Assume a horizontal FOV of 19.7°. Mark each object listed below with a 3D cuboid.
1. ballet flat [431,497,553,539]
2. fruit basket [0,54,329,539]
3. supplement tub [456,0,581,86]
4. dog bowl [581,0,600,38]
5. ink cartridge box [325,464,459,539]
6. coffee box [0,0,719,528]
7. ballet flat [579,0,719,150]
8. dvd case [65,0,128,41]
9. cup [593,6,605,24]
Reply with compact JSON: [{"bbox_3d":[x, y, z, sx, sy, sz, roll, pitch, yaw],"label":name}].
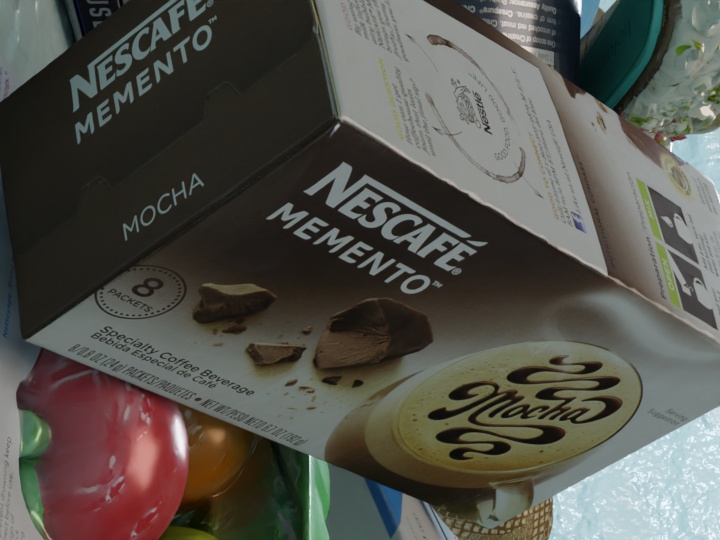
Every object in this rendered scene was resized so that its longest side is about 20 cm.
[{"bbox_3d":[0.037,0.022,0.837,0.065,0.070,0.200,-30,-96,52],"label":"ballet flat"},{"bbox_3d":[-0.075,0.063,0.604,0.200,0.094,0.185,49,31,-49],"label":"fruit basket"},{"bbox_3d":[0.010,-0.083,0.750,0.140,0.140,0.200,7,85,-83],"label":"supplement tub"},{"bbox_3d":[0.011,-0.157,0.856,0.200,0.111,0.050,51,25,7],"label":"dog bowl"},{"bbox_3d":[0.004,0.133,0.874,0.145,0.084,0.200,66,8,18],"label":"ink cartridge box"},{"bbox_3d":[0.011,-0.007,0.583,0.200,0.113,0.080,28,40,-44],"label":"coffee box"},{"bbox_3d":[0.101,-0.057,0.795,0.200,0.064,0.076,142,-46,-66],"label":"ballet flat"},{"bbox_3d":[-0.074,-0.129,0.724,0.200,0.025,0.150,84,11,-54],"label":"dvd case"},{"bbox_3d":[0.042,-0.076,1.129,0.143,0.200,0.200,-58,164,-15],"label":"cup"}]
